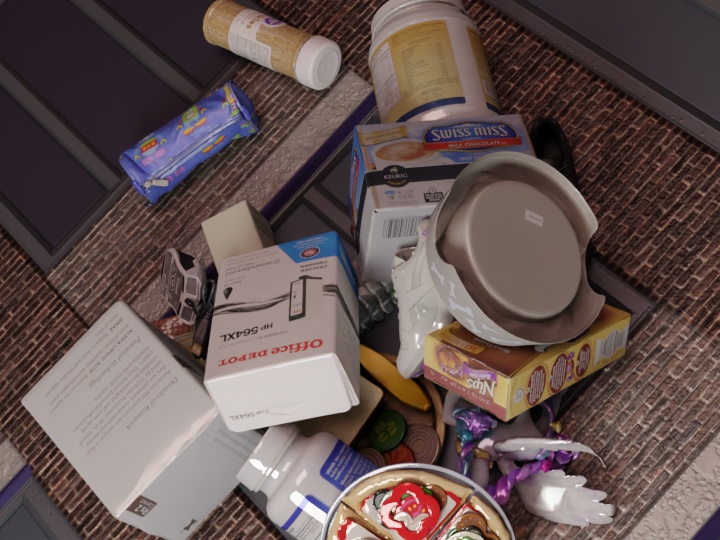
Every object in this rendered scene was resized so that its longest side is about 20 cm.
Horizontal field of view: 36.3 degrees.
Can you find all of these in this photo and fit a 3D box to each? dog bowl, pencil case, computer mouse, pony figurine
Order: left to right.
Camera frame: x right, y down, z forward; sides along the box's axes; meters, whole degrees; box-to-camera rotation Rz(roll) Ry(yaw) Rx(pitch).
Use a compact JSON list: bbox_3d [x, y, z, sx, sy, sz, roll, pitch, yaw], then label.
[{"bbox_3d":[-0.229,-0.170,1.469,0.200,0.078,0.087,-34,33,4],"label":"pencil case"},{"bbox_3d":[-0.205,0.027,1.365,0.200,0.044,0.110,-134,51,-58],"label":"computer mouse"},{"bbox_3d":[0.153,-0.016,1.098,0.059,0.200,0.200,-33,51,54],"label":"dog bowl"},{"bbox_3d":[0.168,0.185,1.158,0.193,0.167,0.200,-3,47,18],"label":"pony figurine"}]

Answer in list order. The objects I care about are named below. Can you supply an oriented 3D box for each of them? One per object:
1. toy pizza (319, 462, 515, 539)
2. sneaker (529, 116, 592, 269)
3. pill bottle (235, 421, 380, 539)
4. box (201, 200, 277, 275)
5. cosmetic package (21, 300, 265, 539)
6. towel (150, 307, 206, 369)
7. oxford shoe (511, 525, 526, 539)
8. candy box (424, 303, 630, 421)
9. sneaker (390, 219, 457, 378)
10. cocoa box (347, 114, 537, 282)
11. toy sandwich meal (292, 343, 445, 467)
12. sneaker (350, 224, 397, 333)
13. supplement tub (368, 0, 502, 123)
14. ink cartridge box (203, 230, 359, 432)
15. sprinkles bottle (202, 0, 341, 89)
[{"bbox_3d":[0.056,0.288,1.094,0.200,0.032,0.201,2,103,7],"label":"toy pizza"},{"bbox_3d":[0.220,-0.085,1.267,0.076,0.091,0.200,-12,67,6],"label":"sneaker"},{"bbox_3d":[-0.029,0.244,1.172,0.200,0.112,0.112,35,83,1],"label":"pill bottle"},{"bbox_3d":[-0.126,0.020,1.356,0.068,0.082,0.200,-27,64,9],"label":"box"},{"bbox_3d":[-0.241,0.176,1.262,0.165,0.165,0.200,-47,62,-5],"label":"cosmetic package"},{"bbox_3d":[-0.218,0.146,1.372,0.146,0.022,0.200,-16,64,12],"label":"towel"},{"bbox_3d":[0.103,0.345,1.160,0.200,0.071,0.074,-38,84,4],"label":"oxford shoe"},{"bbox_3d":[0.177,0.078,1.157,0.200,0.057,0.117,-23,35,-37],"label":"candy box"},{"bbox_3d":[0.073,0.031,1.196,0.100,0.200,0.075,40,41,25],"label":"sneaker"},{"bbox_3d":[0.094,-0.082,1.243,0.200,0.133,0.131,-5,54,-9],"label":"cocoa box"},{"bbox_3d":[-0.002,0.172,1.254,0.205,0.070,0.206,-7,67,17],"label":"toy sandwich meal"},{"bbox_3d":[0.000,0.000,1.331,0.200,0.075,0.116,-31,57,-6],"label":"sneaker"},{"bbox_3d":[0.089,-0.227,1.342,0.144,0.144,0.200,-16,64,13],"label":"supplement tub"},{"bbox_3d":[-0.081,0.063,1.191,0.146,0.084,0.200,-13,38,10],"label":"ink cartridge box"},{"bbox_3d":[-0.122,-0.309,1.494,0.200,0.068,0.068,27,80,27],"label":"sprinkles bottle"}]
